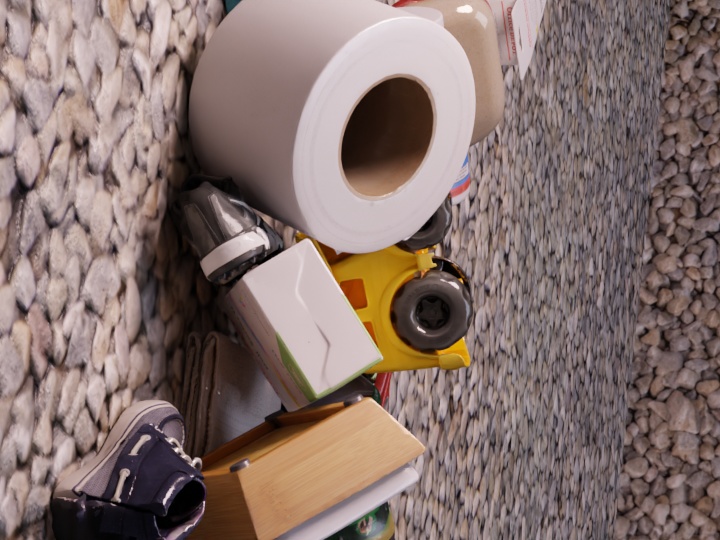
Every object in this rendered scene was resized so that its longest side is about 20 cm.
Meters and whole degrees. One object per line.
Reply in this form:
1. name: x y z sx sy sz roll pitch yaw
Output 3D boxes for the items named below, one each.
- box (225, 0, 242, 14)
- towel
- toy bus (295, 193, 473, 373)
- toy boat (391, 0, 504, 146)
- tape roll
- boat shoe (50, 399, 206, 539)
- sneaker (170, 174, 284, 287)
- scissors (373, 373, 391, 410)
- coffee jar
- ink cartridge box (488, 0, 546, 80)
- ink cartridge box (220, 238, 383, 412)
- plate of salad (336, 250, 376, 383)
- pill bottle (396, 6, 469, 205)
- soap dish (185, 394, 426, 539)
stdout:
1. box: -0.079 -0.282 1.667 0.049 0.082 0.200 -63 149 -53
2. towel: -0.108 0.132 1.691 0.200 0.034 0.133 38 56 -70
3. toy bus: 0.000 0.000 1.772 0.136 0.192 0.200 -64 144 -81
4. toy boat: 0.082 -0.232 2.184 0.131 0.130 0.200 -116 -167 -56
5. tape roll: -0.022 -0.129 1.625 0.203 0.139 0.203 -20 122 -37
6. boat shoe: -0.148 0.155 1.460 0.200 0.093 0.075 -52 140 -63
7. sneaker: -0.111 -0.038 1.600 0.091 0.066 0.200 60 1 2
8. scissors: 0.026 0.084 1.913 0.073 0.014 0.200 42 60 -74
9. coffee jar: -0.023 0.191 1.844 0.085 0.104 0.200 -25 126 -29
10. ink cartridge box: 0.194 -0.350 2.584 0.200 0.067 0.117 -72 157 -46
11. ink cartridge box: -0.055 0.051 1.633 0.117 0.067 0.200 58 -12 2
12. plate of salad: 0.001 0.062 1.939 0.200 0.048 0.200 -6 90 -81
13. pill bottle: 0.054 -0.169 2.063 0.112 0.112 0.200 -56 145 -61
14. soap dish: -0.063 0.165 1.528 0.157 0.200 0.081 -28 95 -28
